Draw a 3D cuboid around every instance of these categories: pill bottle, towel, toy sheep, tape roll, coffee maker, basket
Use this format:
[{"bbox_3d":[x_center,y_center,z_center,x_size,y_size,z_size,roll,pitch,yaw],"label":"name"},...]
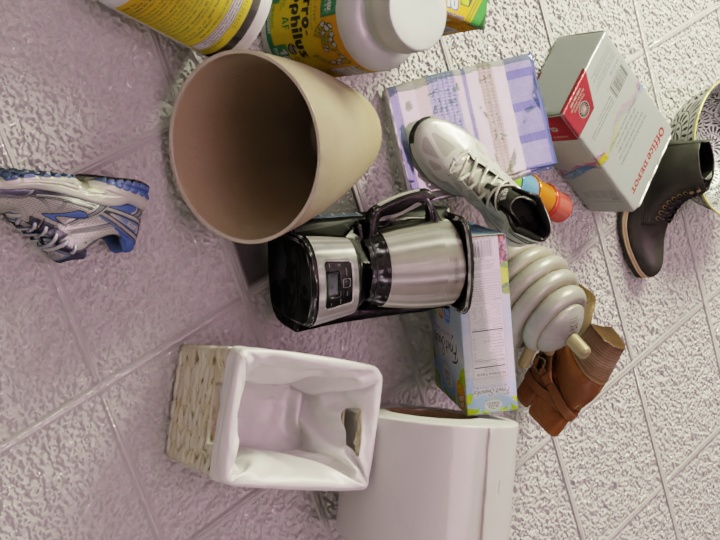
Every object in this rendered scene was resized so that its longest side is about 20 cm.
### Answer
[{"bbox_3d":[-0.190,-0.291,1.260,0.199,0.112,0.114,22,77,-41],"label":"pill bottle"},{"bbox_3d":[0.130,-0.167,1.553,0.197,0.024,0.149,-16,95,-12],"label":"towel"},{"bbox_3d":[0.211,0.039,1.600,0.137,0.200,0.139,-36,153,-22],"label":"toy sheep"},{"bbox_3d":[-0.007,-0.263,1.368,0.112,0.198,0.115,-3,94,-41],"label":"pill bottle"},{"bbox_3d":[0.075,0.230,1.464,0.201,0.201,0.142,6,88,-42],"label":"tape roll"},{"bbox_3d":[0.000,0.000,1.427,0.197,0.192,0.137,-5,79,-22],"label":"coffee maker"},{"bbox_3d":[-0.092,0.152,1.362,0.198,0.122,0.138,11,85,-41],"label":"basket"}]

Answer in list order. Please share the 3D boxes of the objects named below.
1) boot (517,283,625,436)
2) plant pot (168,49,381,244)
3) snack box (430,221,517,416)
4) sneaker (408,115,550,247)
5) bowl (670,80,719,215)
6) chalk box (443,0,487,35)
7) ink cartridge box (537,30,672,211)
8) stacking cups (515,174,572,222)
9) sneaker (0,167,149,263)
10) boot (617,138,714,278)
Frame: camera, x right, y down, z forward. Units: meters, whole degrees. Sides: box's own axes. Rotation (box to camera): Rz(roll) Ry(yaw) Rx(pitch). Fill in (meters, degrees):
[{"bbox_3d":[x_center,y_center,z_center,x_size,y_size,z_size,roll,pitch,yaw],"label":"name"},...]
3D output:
[{"bbox_3d":[0.253,0.102,1.691,0.076,0.201,0.156,12,121,-36],"label":"boot"},{"bbox_3d":[-0.065,-0.134,1.354,0.199,0.185,0.191,-15,103,-57],"label":"plant pot"},{"bbox_3d":[0.127,0.052,1.523,0.067,0.169,0.204,-7,97,-8],"label":"snack box"},{"bbox_3d":[0.147,-0.106,1.487,0.200,0.115,0.076,42,82,-11],"label":"sneaker"},{"bbox_3d":[0.507,-0.178,1.909,0.199,0.093,0.204,-3,95,-42],"label":"bowl"},{"bbox_3d":[0.069,-0.380,1.485,0.123,0.124,0.204,8,86,-42],"label":"chalk box"},{"bbox_3d":[0.317,-0.195,1.743,0.200,0.082,0.147,46,62,-33],"label":"ink cartridge box"},{"bbox_3d":[0.200,-0.109,1.661,0.198,0.060,0.062,15,82,-44],"label":"stacking cups"},{"bbox_3d":[-0.284,-0.049,1.213,0.198,0.076,0.087,3,94,-42],"label":"sneaker"},{"bbox_3d":[0.434,-0.088,1.817,0.077,0.137,0.203,-16,103,-40],"label":"boot"}]
